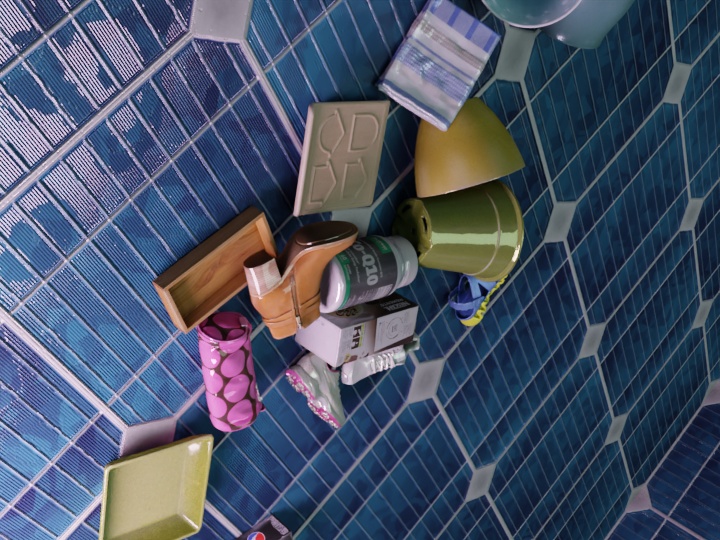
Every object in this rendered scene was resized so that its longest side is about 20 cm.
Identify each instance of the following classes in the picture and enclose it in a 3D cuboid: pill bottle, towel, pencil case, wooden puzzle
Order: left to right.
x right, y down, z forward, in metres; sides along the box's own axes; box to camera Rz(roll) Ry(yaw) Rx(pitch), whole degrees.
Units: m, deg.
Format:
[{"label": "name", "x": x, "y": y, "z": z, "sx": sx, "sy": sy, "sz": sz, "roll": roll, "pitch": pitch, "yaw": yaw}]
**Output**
[{"label": "pencil case", "x": -0.210, "y": 0.162, "z": 1.487, "sx": 0.093, "sy": 0.091, "sz": 0.201, "roll": -6, "pitch": 125, "yaw": -5}, {"label": "wooden puzzle", "x": -0.038, "y": -0.190, "z": 1.503, "sx": 0.200, "sy": 0.046, "sz": 0.186, "roll": -15, "pitch": 123, "yaw": -47}, {"label": "pill bottle", "x": 0.000, "y": 0.000, "z": 1.598, "sx": 0.200, "sy": 0.113, "sz": 0.114, "roll": -15, "pitch": 122, "yaw": -43}, {"label": "towel", "x": 0.133, "y": -0.352, "z": 1.539, "sx": 0.147, "sy": 0.024, "sz": 0.200, "roll": 32, "pitch": 84, "yaw": -9}]

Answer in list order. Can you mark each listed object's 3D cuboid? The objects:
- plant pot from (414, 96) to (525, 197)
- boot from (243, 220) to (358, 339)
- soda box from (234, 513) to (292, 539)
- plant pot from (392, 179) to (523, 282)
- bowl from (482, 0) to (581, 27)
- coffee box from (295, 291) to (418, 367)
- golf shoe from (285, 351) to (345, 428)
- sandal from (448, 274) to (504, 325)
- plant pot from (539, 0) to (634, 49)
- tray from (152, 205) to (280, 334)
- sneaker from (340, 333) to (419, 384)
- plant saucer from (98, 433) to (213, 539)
[{"label": "plant pot", "x": 0.179, "y": -0.227, "z": 1.622, "sx": 0.200, "sy": 0.200, "sz": 0.143, "roll": -22, "pitch": 101, "yaw": -38}, {"label": "boot", "x": -0.082, "y": 0.015, "z": 1.473, "sx": 0.199, "sy": 0.074, "sz": 0.155, "roll": -22, "pitch": 125, "yaw": -7}, {"label": "soda box", "x": -0.221, "y": 0.550, "z": 1.720, "sx": 0.200, "sy": 0.063, "sz": 0.071, "roll": -27, "pitch": 130, "yaw": -34}, {"label": "plant pot", "x": 0.167, "y": -0.075, "z": 1.702, "sx": 0.189, "sy": 0.200, "sz": 0.201, "roll": -2, "pitch": 114, "yaw": -32}, {"label": "bowl", "x": 0.295, "y": -0.530, "z": 1.572, "sx": 0.105, "sy": 0.200, "sz": 0.202, "roll": -77, "pitch": 171, "yaw": -62}, {"label": "coffee box", "x": -0.004, "y": 0.095, "z": 1.649, "sx": 0.200, "sy": 0.113, "sz": 0.080, "roll": -14, "pitch": 122, "yaw": -42}, {"label": "golf shoe", "x": -0.062, "y": 0.220, "z": 1.694, "sx": 0.092, "sy": 0.075, "sz": 0.200, "roll": -50, "pitch": 141, "yaw": -19}, {"label": "sandal", "x": 0.246, "y": 0.020, "z": 1.909, "sx": 0.087, "sy": 0.079, "sz": 0.201, "roll": 18, "pitch": 97, "yaw": -46}, {"label": "plant pot", "x": 0.419, "y": -0.526, "z": 1.697, "sx": 0.200, "sy": 0.200, "sz": 0.188, "roll": -18, "pitch": 140, "yaw": -41}, {"label": "tray", "x": -0.220, "y": -0.003, "z": 1.418, "sx": 0.200, "sy": 0.037, "sz": 0.099, "roll": -40, "pitch": 137, "yaw": -24}, {"label": "sneaker", "x": 0.039, "y": 0.157, "z": 1.739, "sx": 0.200, "sy": 0.080, "sz": 0.071, "roll": -36, "pitch": 136, "yaw": -42}, {"label": "plant saucer", "x": -0.344, "y": 0.365, "z": 1.490, "sx": 0.199, "sy": 0.048, "sz": 0.201, "roll": -11, "pitch": 120, "yaw": -44}]
